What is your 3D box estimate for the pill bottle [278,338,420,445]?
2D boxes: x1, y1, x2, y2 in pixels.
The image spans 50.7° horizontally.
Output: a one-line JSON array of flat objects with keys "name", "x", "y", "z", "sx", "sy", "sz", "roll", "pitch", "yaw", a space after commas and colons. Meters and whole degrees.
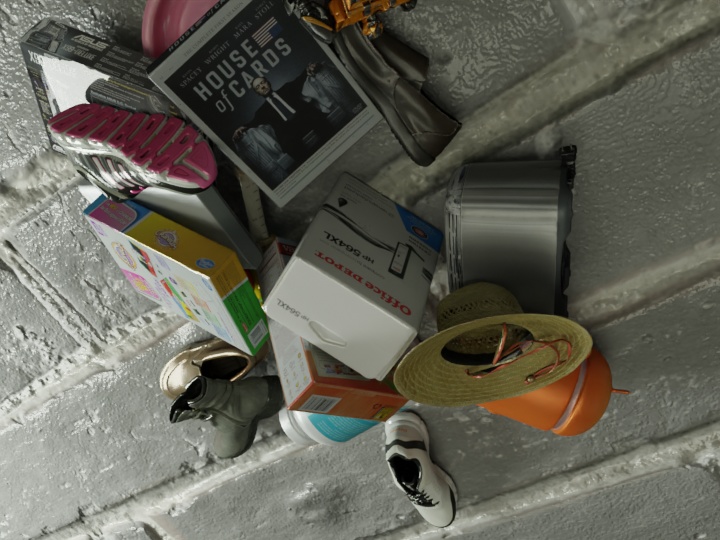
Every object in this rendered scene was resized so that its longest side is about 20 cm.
[{"name": "pill bottle", "x": -0.014, "y": 0.154, "z": 0.975, "sx": 0.200, "sy": 0.111, "sz": 0.111, "roll": -35, "pitch": 107, "yaw": 28}]

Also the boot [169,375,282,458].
[{"name": "boot", "x": -0.200, "y": 0.193, "z": 1.028, "sx": 0.130, "sy": 0.068, "sz": 0.200, "roll": 6, "pitch": 141, "yaw": -30}]

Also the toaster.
[{"name": "toaster", "x": 0.161, "y": -0.039, "z": 0.812, "sx": 0.129, "sy": 0.114, "sz": 0.201, "roll": 3, "pitch": 126, "yaw": 15}]

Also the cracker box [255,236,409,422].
[{"name": "cracker box", "x": -0.034, "y": 0.065, "z": 0.851, "sx": 0.134, "sy": 0.201, "sz": 0.058, "roll": 15, "pitch": 132, "yaw": -36}]

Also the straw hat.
[{"name": "straw hat", "x": 0.125, "y": 0.060, "z": 0.775, "sx": 0.200, "sy": 0.085, "sz": 0.201, "roll": -7, "pitch": 146, "yaw": -4}]

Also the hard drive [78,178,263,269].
[{"name": "hard drive", "x": -0.221, "y": -0.057, "z": 0.878, "sx": 0.199, "sy": 0.026, "sz": 0.132, "roll": 5, "pitch": 142, "yaw": 35}]

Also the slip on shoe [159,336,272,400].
[{"name": "slip on shoe", "x": -0.208, "y": 0.138, "z": 1.043, "sx": 0.199, "sy": 0.061, "sz": 0.076, "roll": -24, "pitch": 113, "yaw": 25}]

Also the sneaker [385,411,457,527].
[{"name": "sneaker", "x": 0.079, "y": 0.296, "z": 1.059, "sx": 0.073, "sy": 0.080, "sz": 0.201, "roll": -17, "pitch": 117, "yaw": 21}]

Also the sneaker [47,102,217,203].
[{"name": "sneaker", "x": -0.225, "y": -0.109, "z": 0.778, "sx": 0.199, "sy": 0.074, "sz": 0.088, "roll": 17, "pitch": 143, "yaw": 21}]

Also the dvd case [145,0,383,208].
[{"name": "dvd case", "x": -0.088, "y": -0.174, "z": 0.754, "sx": 0.150, "sy": 0.025, "sz": 0.200, "roll": -40, "pitch": 129, "yaw": 6}]

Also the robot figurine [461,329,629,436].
[{"name": "robot figurine", "x": 0.208, "y": 0.126, "z": 0.902, "sx": 0.199, "sy": 0.117, "sz": 0.144, "roll": 20, "pitch": 102, "yaw": 2}]

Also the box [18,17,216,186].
[{"name": "box", "x": -0.260, "y": -0.168, "z": 0.831, "sx": 0.199, "sy": 0.050, "sz": 0.158, "roll": 22, "pitch": 143, "yaw": 10}]

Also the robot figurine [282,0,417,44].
[{"name": "robot figurine", "x": -0.021, "y": -0.308, "z": 0.683, "sx": 0.145, "sy": 0.058, "sz": 0.201, "roll": -28, "pitch": 103, "yaw": -18}]

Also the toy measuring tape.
[{"name": "toy measuring tape", "x": -0.129, "y": -0.035, "z": 0.917, "sx": 0.073, "sy": 0.074, "sz": 0.201, "roll": -4, "pitch": 115, "yaw": 16}]

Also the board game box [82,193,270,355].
[{"name": "board game box", "x": -0.204, "y": 0.003, "z": 0.857, "sx": 0.199, "sy": 0.040, "sz": 0.153, "roll": 25, "pitch": 152, "yaw": 27}]

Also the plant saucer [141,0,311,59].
[{"name": "plant saucer", "x": -0.128, "y": -0.235, "z": 0.803, "sx": 0.200, "sy": 0.051, "sz": 0.201, "roll": 6, "pitch": 121, "yaw": 10}]

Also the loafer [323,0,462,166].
[{"name": "loafer", "x": 0.036, "y": -0.204, "z": 0.776, "sx": 0.071, "sy": 0.073, "sz": 0.200, "roll": -32, "pitch": 112, "yaw": 16}]

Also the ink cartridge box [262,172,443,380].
[{"name": "ink cartridge box", "x": 0.000, "y": 0.000, "z": 0.824, "sx": 0.146, "sy": 0.200, "sz": 0.084, "roll": 32, "pitch": 123, "yaw": -7}]
